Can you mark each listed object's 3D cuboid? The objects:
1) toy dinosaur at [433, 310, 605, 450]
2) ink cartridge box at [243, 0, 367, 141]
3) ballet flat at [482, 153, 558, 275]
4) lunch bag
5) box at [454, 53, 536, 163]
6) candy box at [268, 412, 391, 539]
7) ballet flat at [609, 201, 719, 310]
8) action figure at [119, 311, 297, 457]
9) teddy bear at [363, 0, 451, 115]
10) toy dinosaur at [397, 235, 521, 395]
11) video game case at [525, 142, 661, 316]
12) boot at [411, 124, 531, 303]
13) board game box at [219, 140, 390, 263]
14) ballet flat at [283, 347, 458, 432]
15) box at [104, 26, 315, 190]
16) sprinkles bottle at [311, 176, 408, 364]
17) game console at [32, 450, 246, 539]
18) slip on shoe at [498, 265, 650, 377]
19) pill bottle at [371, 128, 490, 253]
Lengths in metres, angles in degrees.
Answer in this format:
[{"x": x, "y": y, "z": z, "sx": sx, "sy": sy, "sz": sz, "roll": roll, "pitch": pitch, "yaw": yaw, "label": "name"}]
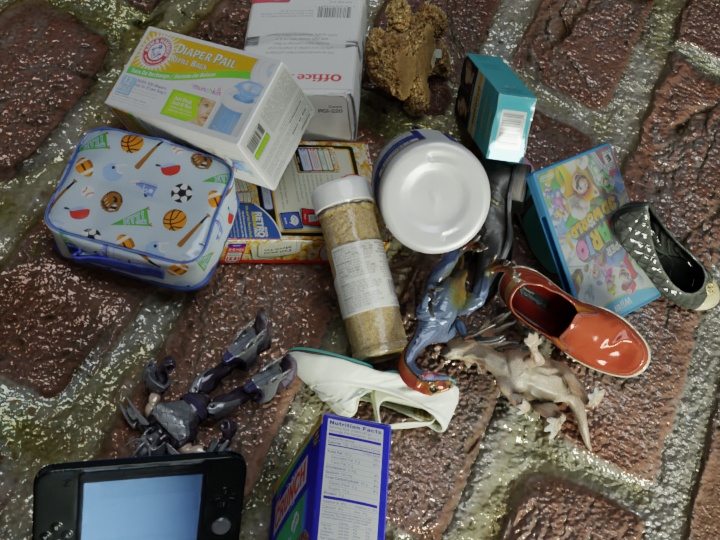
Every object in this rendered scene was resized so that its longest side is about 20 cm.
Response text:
[{"x": 0.192, "y": 0.116, "z": 1.431, "sx": 0.199, "sy": 0.086, "sz": 0.136, "roll": 34, "pitch": 4, "yaw": -18, "label": "toy dinosaur"}, {"x": -0.069, "y": -0.260, "z": 1.581, "sx": 0.143, "sy": 0.085, "sz": 0.202, "roll": 1, "pitch": 51, "yaw": 6, "label": "ink cartridge box"}, {"x": 0.225, "y": -0.083, "z": 1.595, "sx": 0.071, "sy": 0.069, "sz": 0.201, "roll": -5, "pitch": 55, "yaw": -45, "label": "ballet flat"}, {"x": -0.241, "y": -0.064, "z": 1.390, "sx": 0.197, "sy": 0.076, "sz": 0.162, "roll": 14, "pitch": 62, "yaw": 8, "label": "lunch bag"}, {"x": 0.165, "y": -0.206, "z": 1.587, "sx": 0.048, "sy": 0.083, "sz": 0.200, "roll": 6, "pitch": 22, "yaw": -10, "label": "box"}, {"x": -0.035, "y": 0.261, "z": 1.186, "sx": 0.076, "sy": 0.170, "sz": 0.202, "roll": 15, "pitch": 51, "yaw": -12, "label": "candy box"}, {"x": 0.380, "y": -0.013, "z": 1.558, "sx": 0.199, "sy": 0.056, "sz": 0.067, "roll": 38, "pitch": 60, "yaw": -27, "label": "ballet flat"}, {"x": -0.159, "y": 0.131, "z": 1.303, "sx": 0.199, "sy": 0.070, "sz": 0.130, "roll": -36, "pitch": 77, "yaw": -32, "label": "action figure"}, {"x": 0.060, "y": -0.279, "z": 1.644, "sx": 0.066, "sy": 0.146, "sz": 0.201, "roll": 2, "pitch": 40, "yaw": 28, "label": "teddy bear"}, {"x": 0.096, "y": 0.053, "z": 1.393, "sx": 0.105, "sy": 0.200, "sz": 0.182, "roll": 42, "pitch": 79, "yaw": -9, "label": "toy dinosaur"}, {"x": 0.284, "y": -0.040, "z": 1.541, "sx": 0.142, "sy": 0.018, "sz": 0.203, "roll": -22, "pitch": 94, "yaw": -35, "label": "video game case"}, {"x": 0.106, "y": -0.068, "z": 1.541, "sx": 0.172, "sy": 0.069, "sz": 0.202, "roll": 14, "pitch": 68, "yaw": 9, "label": "boot"}, {"x": -0.076, "y": -0.083, "z": 1.497, "sx": 0.197, "sy": 0.047, "sz": 0.153, "roll": 1, "pitch": 55, "yaw": -18, "label": "board game box"}, {"x": 0.011, "y": 0.132, "z": 1.367, "sx": 0.197, "sy": 0.070, "sz": 0.070, "roll": 13, "pitch": 52, "yaw": -11, "label": "ballet flat"}, {"x": -0.170, "y": -0.185, "z": 1.438, "sx": 0.198, "sy": 0.101, "sz": 0.114, "roll": 18, "pitch": 72, "yaw": 28, "label": "box"}, {"x": 0.000, "y": 0.000, "z": 1.413, "sx": 0.067, "sy": 0.068, "sz": 0.203, "roll": -9, "pitch": 78, "yaw": -24, "label": "sprinkles bottle"}, {"x": -0.195, "y": 0.272, "z": 1.162, "sx": 0.197, "sy": 0.173, "sz": 0.119, "roll": -2, "pitch": 29, "yaw": -20, "label": "game console"}, {"x": 0.246, "y": 0.065, "z": 1.470, "sx": 0.199, "sy": 0.075, "sz": 0.061, "roll": 32, "pitch": 16, "yaw": -4, "label": "slip on shoe"}, {"x": 0.072, "y": -0.094, "z": 1.410, "sx": 0.118, "sy": 0.121, "sz": 0.200, "roll": 17, "pitch": 10, "yaw": -6, "label": "pill bottle"}]
